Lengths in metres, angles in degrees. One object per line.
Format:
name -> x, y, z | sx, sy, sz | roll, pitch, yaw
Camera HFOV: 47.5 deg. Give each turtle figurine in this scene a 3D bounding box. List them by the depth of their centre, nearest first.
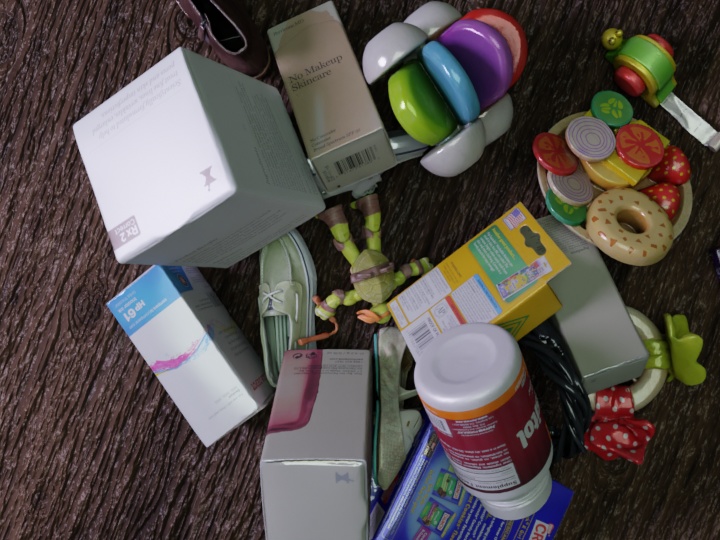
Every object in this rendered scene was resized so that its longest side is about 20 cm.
turtle figurine -> 0.000, 0.000, 0.987 | 0.196, 0.064, 0.164 | -20, 90, -9

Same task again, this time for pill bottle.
pill bottle -> 0.137, 0.163, 0.855 | 0.111, 0.114, 0.202 | -23, 123, 3

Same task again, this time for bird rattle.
bird rattle -> 0.314, 0.124, 0.989 | 0.163, 0.112, 0.201 | 42, 104, 15

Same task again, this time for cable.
cable -> 0.190, 0.137, 0.933 | 0.050, 0.201, 0.165 | -6, 132, -27

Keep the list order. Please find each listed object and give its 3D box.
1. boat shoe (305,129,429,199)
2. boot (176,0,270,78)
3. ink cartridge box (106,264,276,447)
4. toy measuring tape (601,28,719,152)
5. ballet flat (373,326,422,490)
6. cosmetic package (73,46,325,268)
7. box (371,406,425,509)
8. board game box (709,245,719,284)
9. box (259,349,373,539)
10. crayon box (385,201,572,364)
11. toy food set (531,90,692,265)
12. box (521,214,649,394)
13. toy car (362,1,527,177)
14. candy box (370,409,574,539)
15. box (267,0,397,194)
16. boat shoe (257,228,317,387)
boat shoe -> -0.006, -0.122, 1.004 | 0.196, 0.074, 0.068 | -11, 106, 13
boot -> -0.176, -0.316, 0.951 | 0.072, 0.166, 0.201 | -37, 89, 3
ink cartridge box -> -0.192, 0.093, 0.972 | 0.084, 0.145, 0.201 | -37, 89, 3
toy measuring tape -> 0.365, -0.218, 0.974 | 0.200, 0.074, 0.074 | 43, 93, 2
ballet flat -> 0.046, 0.154, 0.961 | 0.061, 0.068, 0.204 | -4, 58, 7
cosmetic package -> -0.173, -0.112, 0.909 | 0.163, 0.199, 0.168 | -27, 78, 21
box -> 0.033, 0.279, 1.022 | 0.118, 0.032, 0.205 | -6, 92, 3
board game box -> 0.512, 0.052, 0.993 | 0.118, 0.032, 0.204 | -18, 91, 7
box -> -0.041, 0.193, 0.894 | 0.106, 0.201, 0.130 | 0, 116, 3
crayon box -> 0.137, 0.030, 0.923 | 0.199, 0.127, 0.052 | -38, 130, 9
toy food set -> 0.295, -0.109, 0.951 | 0.197, 0.049, 0.200 | 39, 65, 11
box -> 0.251, 0.033, 0.943 | 0.081, 0.069, 0.203 | -17, 62, 2
toy car -> 0.113, -0.221, 0.916 | 0.149, 0.200, 0.177 | -27, 101, 43
candy box -> 0.126, 0.288, 0.972 | 0.197, 0.077, 0.171 | 29, 84, -7
box -> -0.035, -0.202, 0.950 | 0.093, 0.078, 0.203 | -23, 62, 4
boat shoe -> -0.092, 0.044, 0.998 | 0.071, 0.062, 0.205 | -8, 92, 24
